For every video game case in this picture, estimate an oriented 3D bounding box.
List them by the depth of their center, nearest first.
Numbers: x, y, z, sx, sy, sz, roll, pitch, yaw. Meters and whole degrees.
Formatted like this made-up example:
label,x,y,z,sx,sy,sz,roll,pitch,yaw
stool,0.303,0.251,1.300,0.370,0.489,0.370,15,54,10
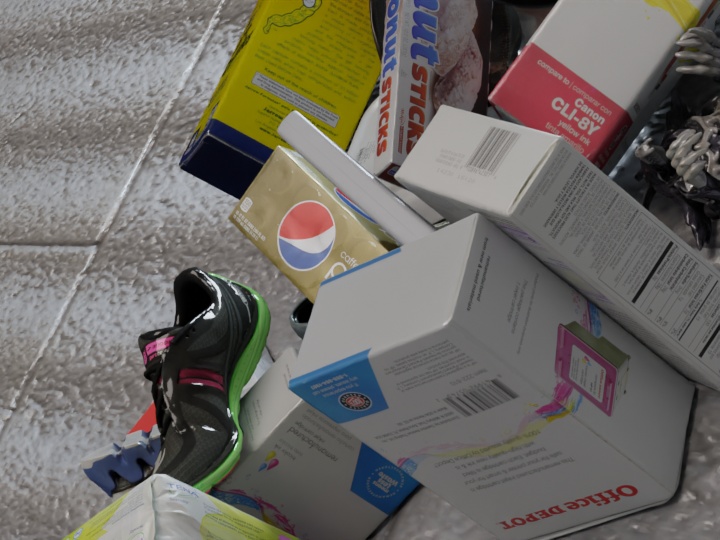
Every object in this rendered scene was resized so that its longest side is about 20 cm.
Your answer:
label,x,y,z,sx,sy,sz,roll,pitch,yaw
video game case,0.050,-0.013,1.518,0.024,0.182,0.200,-49,40,2

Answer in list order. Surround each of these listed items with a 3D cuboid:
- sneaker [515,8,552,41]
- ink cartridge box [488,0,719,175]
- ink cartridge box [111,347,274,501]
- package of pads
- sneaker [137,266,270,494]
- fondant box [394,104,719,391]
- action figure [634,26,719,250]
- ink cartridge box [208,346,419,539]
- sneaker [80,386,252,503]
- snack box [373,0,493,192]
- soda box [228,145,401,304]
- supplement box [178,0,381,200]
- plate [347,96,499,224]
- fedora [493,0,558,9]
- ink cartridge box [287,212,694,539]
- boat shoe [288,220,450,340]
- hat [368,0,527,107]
label,x,y,z,sx,sy,sz,roll,pitch,yaw
sneaker,0.102,-0.197,1.720,0.199,0.082,0.077,-12,40,18
ink cartridge box,0.179,-0.161,1.549,0.201,0.083,0.145,-54,-10,2
ink cartridge box,-0.135,0.116,1.843,0.161,0.050,0.200,-50,31,10
package of pads,-0.106,0.221,1.527,0.154,0.199,0.069,-37,41,30
sneaker,-0.119,0.081,1.571,0.077,0.084,0.201,-34,31,36
fondant box,0.134,-0.014,1.407,0.058,0.200,0.144,-55,28,-6
action figure,0.229,-0.094,1.454,0.199,0.102,0.120,-30,49,36
ink cartridge box,-0.066,0.164,1.612,0.200,0.116,0.067,-47,28,15
sneaker,-0.092,0.154,1.705,0.198,0.116,0.081,-19,7,3
snack box,0.049,-0.138,1.509,0.024,0.072,0.201,-33,44,48
soda box,0.000,0.000,1.644,0.200,0.064,0.068,44,105,31
supplement box,-0.051,-0.157,1.905,0.201,0.109,0.109,-66,10,-19
plate,0.045,-0.100,1.781,0.199,0.032,0.200,-28,31,41
fedora,0.127,-0.266,1.528,0.091,0.200,0.202,-7,54,51
ink cartridge box,0.081,0.071,1.403,0.144,0.200,0.085,-23,39,43
boat shoe,0.031,0.005,1.687,0.200,0.062,0.073,-36,31,30
hat,0.075,-0.152,1.609,0.080,0.201,0.202,-9,46,18
